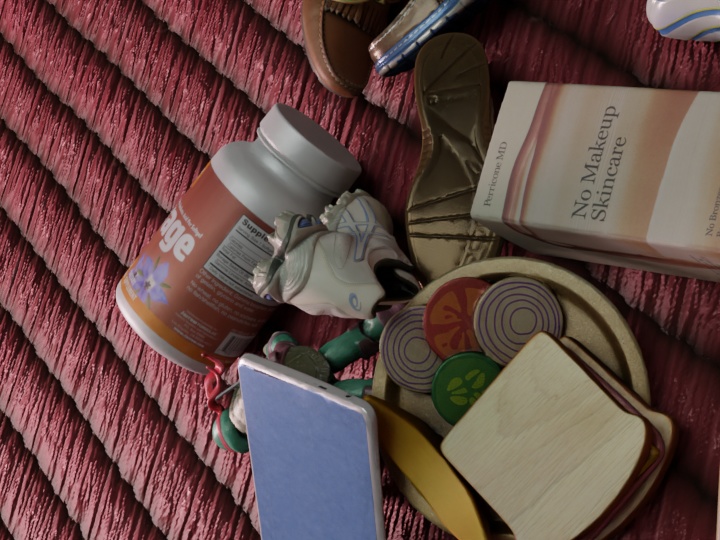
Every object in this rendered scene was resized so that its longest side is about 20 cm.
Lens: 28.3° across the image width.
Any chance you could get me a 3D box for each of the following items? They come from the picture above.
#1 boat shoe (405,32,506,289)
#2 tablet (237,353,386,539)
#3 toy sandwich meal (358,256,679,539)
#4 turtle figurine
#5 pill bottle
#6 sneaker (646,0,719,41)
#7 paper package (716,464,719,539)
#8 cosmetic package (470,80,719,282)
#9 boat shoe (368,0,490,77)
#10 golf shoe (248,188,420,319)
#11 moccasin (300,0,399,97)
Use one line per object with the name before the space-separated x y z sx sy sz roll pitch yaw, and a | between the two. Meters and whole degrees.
boat shoe | 0.074 -0.068 1.026 0.073 0.063 0.202 0 74 14
tablet | -0.028 0.161 0.966 0.130 0.014 0.201 18 123 42
toy sandwich meal | 0.091 0.088 0.895 0.204 0.070 0.207 -2 85 21
turtle figurine | -0.035 0.095 1.025 0.199 0.101 0.151 -27 66 20
pill bottle | -0.092 -0.026 1.110 0.200 0.112 0.112 -51 48 13
sneaker | 0.264 -0.145 0.870 0.199 0.076 0.106 -6 70 39
paper package | 0.290 0.079 0.737 0.190 0.103 0.202 -7 68 38
cosmetic package | 0.180 -0.056 0.899 0.199 0.087 0.104 8 80 43
boat shoe | 0.072 -0.230 1.063 0.200 0.072 0.072 -43 84 8
golf shoe | 0.000 0.000 0.996 0.097 0.200 0.079 26 108 12
moccasin | 0.005 -0.234 1.141 0.077 0.073 0.203 -12 56 48
